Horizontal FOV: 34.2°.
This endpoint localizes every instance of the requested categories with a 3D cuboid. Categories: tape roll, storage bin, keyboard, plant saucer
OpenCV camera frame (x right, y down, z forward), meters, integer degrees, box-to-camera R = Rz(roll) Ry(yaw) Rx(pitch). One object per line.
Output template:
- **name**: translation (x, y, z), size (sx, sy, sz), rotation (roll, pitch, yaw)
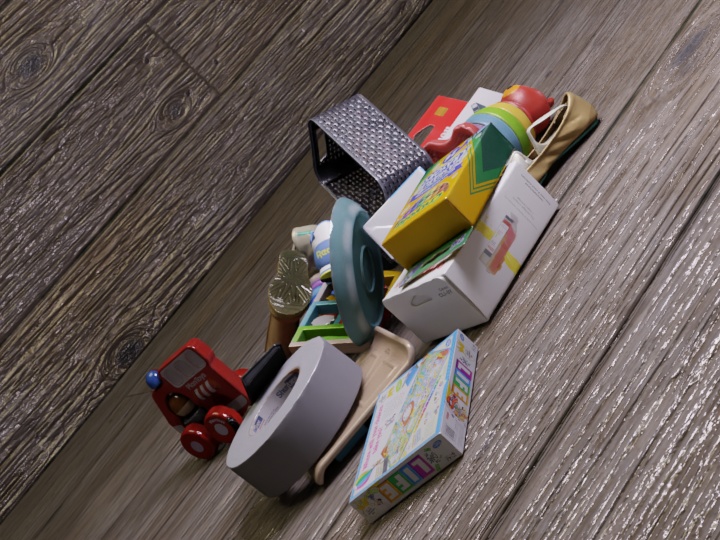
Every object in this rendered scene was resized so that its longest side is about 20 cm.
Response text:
- **tape roll**: translation (-0.084, 0.183, 1.468), size (0.201, 0.066, 0.201), rotation (-50, 12, 15)
- **storage bin**: translation (0.017, -0.151, 1.741), size (0.093, 0.200, 0.136), rotation (-30, -37, -19)
- **keyboard**: translation (-0.140, 0.179, 1.598), size (0.127, 0.021, 0.200), rotation (-51, -20, -19)
- **plant saucer**: translation (0.000, 0.000, 1.575), size (0.027, 0.202, 0.201), rotation (-7, 27, 16)

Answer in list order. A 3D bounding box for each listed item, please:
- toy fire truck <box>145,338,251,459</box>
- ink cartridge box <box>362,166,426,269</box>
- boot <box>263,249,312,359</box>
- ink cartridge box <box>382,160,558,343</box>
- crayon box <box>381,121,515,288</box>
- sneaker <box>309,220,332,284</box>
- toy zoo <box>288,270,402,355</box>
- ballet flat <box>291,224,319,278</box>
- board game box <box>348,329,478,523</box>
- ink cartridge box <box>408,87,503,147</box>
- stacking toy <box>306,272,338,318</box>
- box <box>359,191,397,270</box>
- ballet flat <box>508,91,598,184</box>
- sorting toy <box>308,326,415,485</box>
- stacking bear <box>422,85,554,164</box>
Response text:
- **toy fire truck**: translation (-0.263, 0.203, 1.912), size (0.200, 0.168, 0.112), rotation (-36, 16, 43)
- **ink cartridge box**: translation (0.088, -0.057, 1.636), size (0.115, 0.068, 0.200), rotation (-46, -19, 4)
- **boot**: translation (-0.119, 0.094, 1.840), size (0.176, 0.065, 0.202), rotation (-79, 1, -58)
- **ink cartridge box**: translation (0.134, -0.019, 1.432), size (0.201, 0.083, 0.145), rotation (-54, 14, -30)
- **crayon box**: translation (0.103, -0.082, 1.415), size (0.125, 0.052, 0.201), rotation (-35, 17, 43)
- **sneaker**: translation (-0.031, -0.027, 1.699), size (0.073, 0.083, 0.200), rotation (-20, -5, 0)
- **toy zoo**: translation (-0.013, 0.053, 1.719), size (0.130, 0.021, 0.201), rotation (-5, 33, 26)
- **ballet flat**: translation (-0.083, 0.001, 1.921), size (0.070, 0.069, 0.201), rotation (-56, -25, -37)
- **board game box**: translation (0.060, 0.161, 1.244), size (0.134, 0.034, 0.200), rotation (-42, 14, 27)
- **ink cartridge box**: translation (0.146, -0.206, 1.827), size (0.175, 0.045, 0.201), rotation (19, 58, 28)
- **stacking toy**: translation (-0.047, 0.073, 1.799), size (0.085, 0.085, 0.200), rotation (-44, 17, 13)
- **box**: translation (0.055, -0.085, 1.910), size (0.200, 0.086, 0.164), rotation (-31, 21, 52)
- **ballet flat**: translation (0.233, -0.154, 1.562), size (0.200, 0.063, 0.069), rotation (-49, 12, -3)
- **sorting toy**: translation (-0.007, 0.168, 1.468), size (0.201, 0.036, 0.185), rotation (-54, 12, -4)
- **stacking bear**: translation (0.205, -0.199, 1.699), size (0.200, 0.114, 0.121), rotation (-42, 11, -34)
